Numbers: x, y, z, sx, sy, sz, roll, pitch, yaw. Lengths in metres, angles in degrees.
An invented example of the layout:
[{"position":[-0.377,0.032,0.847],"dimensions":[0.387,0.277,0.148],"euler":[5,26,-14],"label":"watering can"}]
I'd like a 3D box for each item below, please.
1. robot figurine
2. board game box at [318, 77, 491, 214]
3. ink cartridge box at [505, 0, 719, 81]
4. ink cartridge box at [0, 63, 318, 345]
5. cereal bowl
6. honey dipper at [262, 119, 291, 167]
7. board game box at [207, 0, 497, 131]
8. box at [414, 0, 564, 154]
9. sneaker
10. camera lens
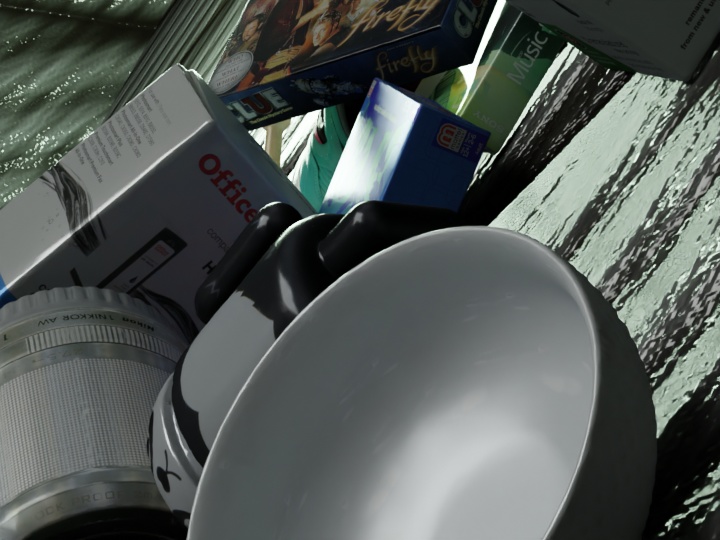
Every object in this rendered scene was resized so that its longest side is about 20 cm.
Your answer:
[{"position":[-0.020,0.054,1.083],"dimensions":[0.200,0.125,0.150],"euler":[-49,16,32],"label":"robot figurine"},{"position":[0.000,0.000,1.245],"dimensions":[0.152,0.045,0.201],"euler":[-134,66,-77],"label":"board game box"},{"position":[0.079,-0.180,1.092],"dimensions":[0.083,0.200,0.147],"euler":[-57,13,2],"label":"ink cartridge box"},{"position":[-0.129,0.001,1.337],"dimensions":[0.200,0.146,0.084],"euler":[-39,34,5],"label":"ink cartridge box"},{"position":[0.032,0.088,0.844],"dimensions":[0.200,0.083,0.201],"euler":[-30,40,30],"label":"cereal bowl"},{"position":[-0.062,-0.021,1.465],"dimensions":[0.038,0.038,0.201],"euler":[-38,45,56],"label":"honey dipper"},{"position":[0.002,-0.161,1.391],"dimensions":[0.199,0.035,0.136],"euler":[-14,41,40],"label":"board game box"},{"position":[0.098,-0.160,1.347],"dimensions":[0.201,0.036,0.144],"euler":[-61,13,-5],"label":"box"},{"position":[0.016,-0.131,1.469],"dimensions":[0.121,0.083,0.201],"euler":[133,156,-57],"label":"sneaker"},{"position":[-0.146,0.125,1.224],"dimensions":[0.160,0.160,0.200],"euler":[-52,32,23],"label":"camera lens"}]
